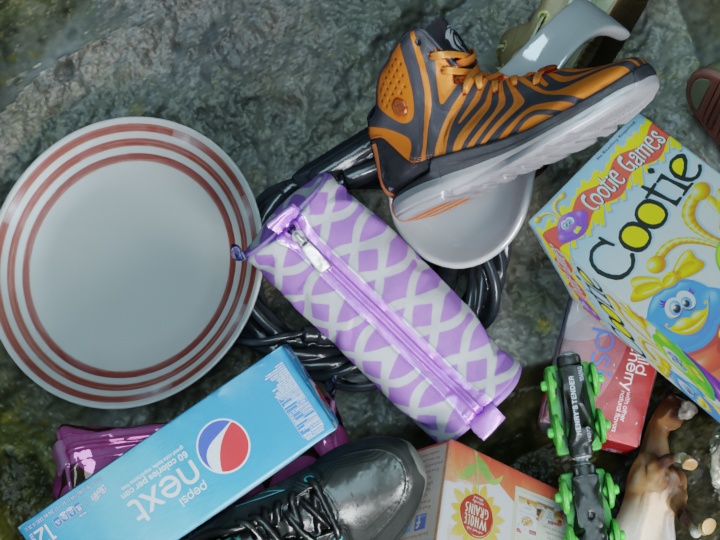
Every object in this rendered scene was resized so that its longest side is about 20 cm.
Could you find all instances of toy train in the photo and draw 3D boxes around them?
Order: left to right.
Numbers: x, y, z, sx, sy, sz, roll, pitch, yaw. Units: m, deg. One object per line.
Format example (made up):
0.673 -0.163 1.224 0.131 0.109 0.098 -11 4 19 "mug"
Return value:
0.144 0.152 1.494 0.041 0.056 0.202 -7 82 -1 "toy train"

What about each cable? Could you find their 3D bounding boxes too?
0.000 0.000 1.590 0.199 0.051 0.164 -32 88 -4 "cable"

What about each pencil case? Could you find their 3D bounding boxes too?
-0.105 0.128 1.542 0.198 0.094 0.091 -9 64 -2 "pencil case"
0.015 0.024 1.520 0.200 0.085 0.084 43 87 -6 "pencil case"

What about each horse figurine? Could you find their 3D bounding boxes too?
0.191 0.182 1.528 0.049 0.133 0.202 8 97 -12 "horse figurine"

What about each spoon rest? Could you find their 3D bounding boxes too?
0.094 -0.093 1.530 0.099 0.061 0.201 38 95 22 "spoon rest"

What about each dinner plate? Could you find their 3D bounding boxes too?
-0.157 -0.005 1.582 0.198 0.024 0.202 -4 75 16 "dinner plate"

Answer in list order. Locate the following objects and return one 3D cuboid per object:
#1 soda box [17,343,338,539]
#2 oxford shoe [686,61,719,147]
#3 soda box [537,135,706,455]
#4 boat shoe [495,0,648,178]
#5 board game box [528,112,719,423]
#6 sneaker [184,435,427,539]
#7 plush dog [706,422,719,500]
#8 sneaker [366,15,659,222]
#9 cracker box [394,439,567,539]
-0.111 0.127 1.467 0.199 0.068 0.064 -34 89 1 "soda box"
0.316 -0.092 1.598 0.199 0.071 0.074 31 57 6 "oxford shoe"
0.175 0.018 1.573 0.069 0.063 0.202 14 82 4 "soda box"
0.129 -0.144 1.601 0.066 0.074 0.201 32 87 24 "boat shoe"
0.216 0.013 1.448 0.105 0.103 0.200 -45 55 -6 "board game box"
-0.047 0.170 1.459 0.199 0.079 0.076 -33 80 11 "sneaker"
0.336 0.117 1.535 0.199 0.161 0.172 -34 100 8 "plush dog"
0.083 -0.115 1.468 0.199 0.077 0.113 -24 82 26 "sneaker"
0.076 0.225 1.485 0.133 0.058 0.201 28 58 -32 "cracker box"
